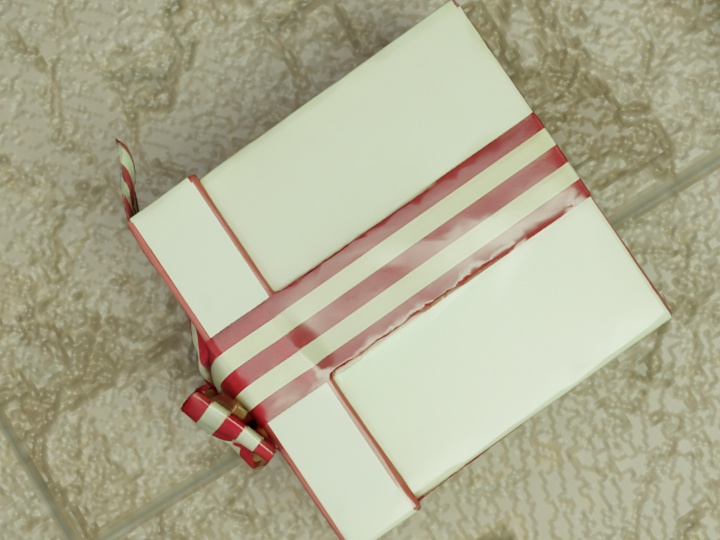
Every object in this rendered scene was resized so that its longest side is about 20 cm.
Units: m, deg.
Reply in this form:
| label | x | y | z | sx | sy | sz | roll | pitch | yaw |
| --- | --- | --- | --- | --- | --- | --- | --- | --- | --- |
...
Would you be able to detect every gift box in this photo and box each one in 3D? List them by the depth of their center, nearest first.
| label | x | y | z | sx | sy | sz | roll | pitch | yaw |
| --- | --- | --- | --- | --- | --- | --- | --- | --- | --- |
| gift box | 0.000 | 0.000 | 1.075 | 0.186 | 0.185 | 0.201 | -36 | 83 | -1 |
